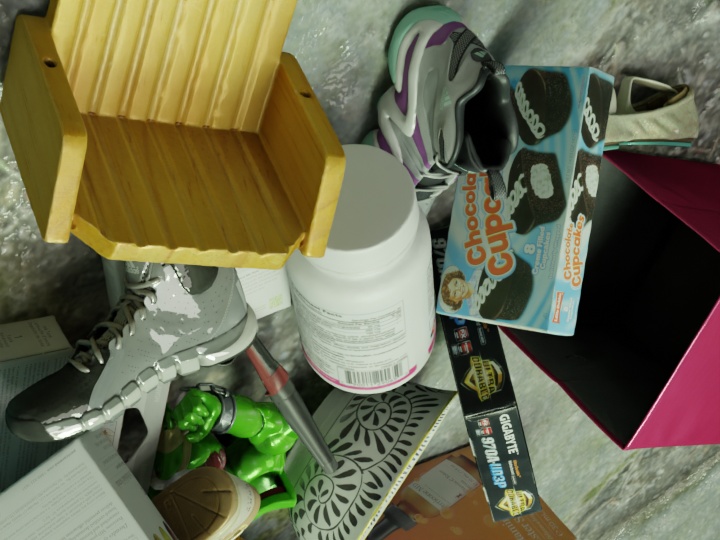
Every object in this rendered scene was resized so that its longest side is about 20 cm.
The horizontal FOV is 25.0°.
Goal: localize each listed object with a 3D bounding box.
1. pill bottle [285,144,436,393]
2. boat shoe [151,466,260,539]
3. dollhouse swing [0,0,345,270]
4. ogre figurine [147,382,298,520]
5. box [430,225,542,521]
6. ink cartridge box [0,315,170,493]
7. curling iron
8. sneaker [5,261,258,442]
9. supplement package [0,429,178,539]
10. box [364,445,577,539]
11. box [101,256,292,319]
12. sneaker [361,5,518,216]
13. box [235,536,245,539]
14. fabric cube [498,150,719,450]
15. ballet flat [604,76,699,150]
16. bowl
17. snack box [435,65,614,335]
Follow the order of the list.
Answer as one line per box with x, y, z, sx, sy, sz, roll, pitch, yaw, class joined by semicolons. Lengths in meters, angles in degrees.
0.000;0.000;1.247;0.113;0.114;0.201;-30;150;-14;pill bottle
-0.162;0.219;1.278;0.199;0.074;0.069;-29;156;22;boat shoe
-0.100;-0.129;1.024;0.199;0.182;0.176;5;131;-33;dollhouse swing
-0.119;0.165;1.338;0.119;0.098;0.202;-1;119;-28;ogre figurine
0.101;0.085;1.369;0.046;0.201;0.160;-14;138;3;box
-0.239;0.124;1.234;0.175;0.045;0.201;-9;132;-31;ink cartridge box
-0.074;0.094;1.273;0.050;0.026;0.200;-46;126;-12;curling iron
-0.170;0.031;1.136;0.199;0.075;0.116;-27;120;-30;sneaker
-0.181;0.228;1.168;0.109;0.201;0.114;-35;-179;-2;supplement package
0.080;0.274;1.559;0.199;0.152;0.107;-17;136;-29;box
-0.123;-0.028;1.207;0.143;0.036;0.201;-23;139;-22;box
0.067;-0.084;1.228;0.077;0.140;0.201;-17;135;-28;sneaker
-0.087;0.326;1.479;0.120;0.199;0.041;-58;178;21;box
0.281;0.024;1.465;0.198;0.200;0.197;2;123;-43;fabric cube
0.213;-0.134;1.384;0.199;0.067;0.063;-7;102;-40;ballet flat
-0.007;0.163;1.406;0.201;0.094;0.201;-56;174;-8;bowl
0.126;-0.057;1.259;0.037;0.116;0.202;10;89;-45;snack box
